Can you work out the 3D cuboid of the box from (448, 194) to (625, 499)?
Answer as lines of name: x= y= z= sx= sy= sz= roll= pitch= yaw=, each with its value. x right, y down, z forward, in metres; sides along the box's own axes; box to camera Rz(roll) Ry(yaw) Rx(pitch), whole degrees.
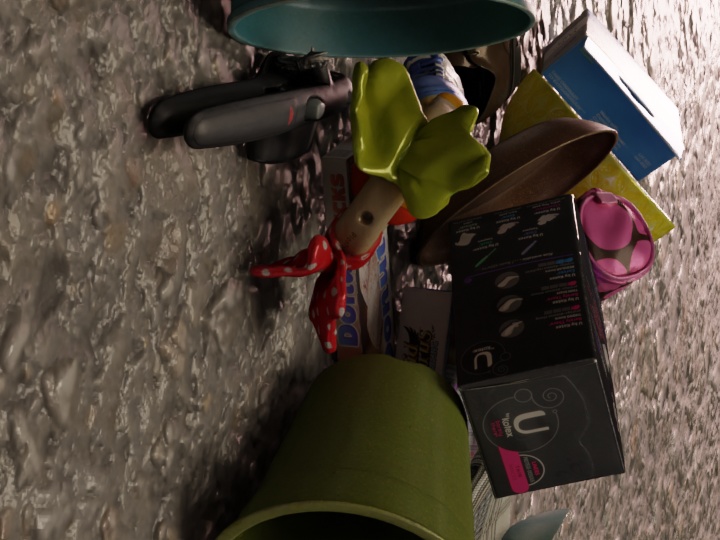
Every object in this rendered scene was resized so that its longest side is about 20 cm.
box: x=0.132 y=0.055 z=1.290 sx=0.201 sy=0.105 sz=0.123 roll=-89 pitch=163 yaw=-52

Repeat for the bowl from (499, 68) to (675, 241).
bowl: x=0.191 y=-0.080 z=1.588 sx=0.108 sy=0.200 sz=0.200 roll=-43 pitch=156 yaw=9

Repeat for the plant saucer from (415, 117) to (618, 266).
plant saucer: x=0.123 y=-0.073 z=1.419 sx=0.037 sy=0.200 sz=0.200 roll=59 pitch=21 yaw=12

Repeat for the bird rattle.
bird rattle: x=0.020 y=-0.046 z=1.165 sx=0.201 sy=0.112 sz=0.163 roll=-63 pitch=171 yaw=30

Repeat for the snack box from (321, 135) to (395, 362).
snack box: x=0.000 y=0.000 z=1.297 sx=0.072 sy=0.024 sz=0.201 roll=-45 pitch=134 yaw=-61

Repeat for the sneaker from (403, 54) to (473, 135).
sneaker: x=0.045 y=-0.131 z=1.308 sx=0.200 sy=0.075 sz=0.089 roll=54 pitch=23 yaw=-82

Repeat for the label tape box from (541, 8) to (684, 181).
label tape box: x=0.241 y=-0.164 z=1.620 sx=0.143 sy=0.066 sz=0.200 roll=47 pitch=20 yaw=-8

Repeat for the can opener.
can opener: x=-0.064 y=-0.102 z=1.087 sx=0.200 sy=0.063 sz=0.079 roll=-21 pitch=114 yaw=-64

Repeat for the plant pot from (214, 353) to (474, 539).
plant pot: x=0.004 y=0.164 z=1.177 sx=0.191 sy=0.199 sz=0.201 roll=-77 pitch=158 yaw=-50

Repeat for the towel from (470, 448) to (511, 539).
towel: x=0.078 y=0.244 z=1.404 sx=0.193 sy=0.034 sz=0.201 roll=-55 pitch=163 yaw=-34

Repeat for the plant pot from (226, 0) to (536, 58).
plant pot: x=0.011 y=-0.249 z=1.089 sx=0.200 sy=0.199 sz=0.189 roll=5 pitch=82 yaw=-66

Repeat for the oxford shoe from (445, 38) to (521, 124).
oxford shoe: x=0.094 y=-0.211 z=1.418 sx=0.085 sy=0.072 sz=0.201 roll=-55 pitch=142 yaw=-45

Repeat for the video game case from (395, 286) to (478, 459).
video game case: x=0.066 y=0.114 z=1.416 sx=0.200 sy=0.045 sz=0.183 roll=24 pitch=73 yaw=-74

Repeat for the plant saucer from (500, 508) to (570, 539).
plant saucer: x=0.121 y=0.291 z=1.540 sx=0.202 sy=0.039 sz=0.201 roll=-55 pitch=172 yaw=-11

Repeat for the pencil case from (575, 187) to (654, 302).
pencil case: x=0.174 y=-0.008 z=1.471 sx=0.090 sy=0.200 sz=0.094 roll=5 pitch=73 yaw=-24
